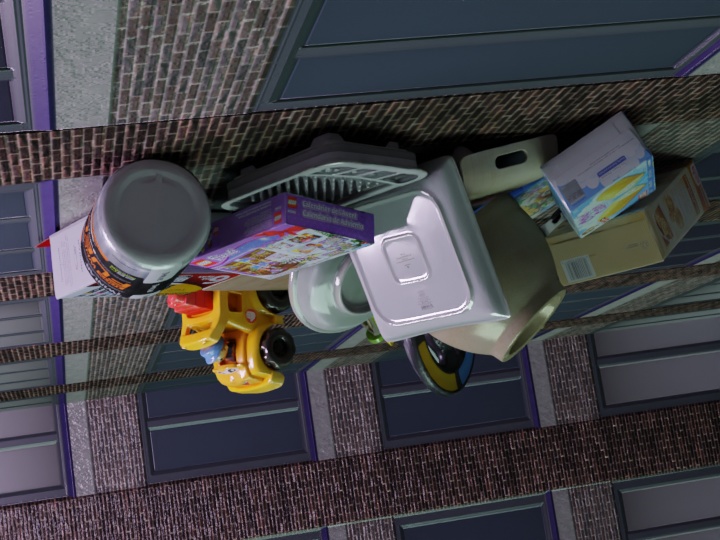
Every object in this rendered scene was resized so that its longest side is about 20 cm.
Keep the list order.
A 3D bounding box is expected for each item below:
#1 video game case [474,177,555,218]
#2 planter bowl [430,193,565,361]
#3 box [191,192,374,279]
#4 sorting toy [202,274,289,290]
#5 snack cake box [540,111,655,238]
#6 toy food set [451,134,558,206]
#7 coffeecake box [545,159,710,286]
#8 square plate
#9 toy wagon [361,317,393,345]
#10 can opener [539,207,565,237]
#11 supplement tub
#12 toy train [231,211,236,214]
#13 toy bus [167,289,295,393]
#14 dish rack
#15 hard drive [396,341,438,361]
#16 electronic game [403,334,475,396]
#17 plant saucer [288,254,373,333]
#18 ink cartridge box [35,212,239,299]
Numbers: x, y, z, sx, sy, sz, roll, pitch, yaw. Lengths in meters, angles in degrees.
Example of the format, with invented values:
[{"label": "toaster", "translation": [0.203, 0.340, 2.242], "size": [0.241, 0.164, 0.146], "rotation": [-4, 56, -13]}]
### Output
[{"label": "video game case", "translation": [0.191, -0.073, 1.775], "size": [0.199, 0.018, 0.143], "rotation": [-33, 164, 14]}, {"label": "planter bowl", "translation": [0.169, 0.025, 1.663], "size": [0.200, 0.135, 0.201], "rotation": [-44, 165, -15]}, {"label": "box", "translation": [-0.097, -0.037, 1.568], "size": [0.136, 0.040, 0.199], "rotation": [11, 160, -41]}, {"label": "sorting toy", "translation": [-0.086, -0.029, 1.823], "size": [0.197, 0.071, 0.199], "rotation": [0, 166, -43]}, {"label": "snack cake box", "translation": [0.286, -0.109, 1.602], "size": [0.114, 0.068, 0.200], "rotation": [-35, 167, 7]}, {"label": "toy food set", "translation": [0.128, -0.112, 1.617], "size": [0.142, 0.061, 0.199], "rotation": [-17, 177, -30]}, {"label": "coffeecake box", "translation": [0.358, -0.065, 1.792], "size": [0.152, 0.074, 0.200], "rotation": [-17, -167, 38]}, {"label": "square plate", "translation": [0.061, -0.017, 1.569], "size": [0.198, 0.201, 0.028], "rotation": [-14, -169, 42]}, {"label": "toy wagon", "translation": [-0.005, 0.046, 2.015], "size": [0.040, 0.199, 0.156], "rotation": [-43, 137, -12]}, {"label": "can opener", "translation": [0.253, -0.035, 1.914], "size": [0.199, 0.053, 0.067], "rotation": [-33, -166, 1]}, {"label": "supplement tub", "translation": [-0.240, -0.039, 1.469], "size": [0.121, 0.124, 0.200], "rotation": [-5, 169, -19]}, {"label": "toy train", "translation": [-0.063, -0.055, 1.653], "size": [0.197, 0.047, 0.034], "rotation": [3, 170, 3]}, {"label": "toy bus", "translation": [-0.199, 0.067, 1.922], "size": [0.190, 0.203, 0.135], "rotation": [11, 163, -43]}, {"label": "dish rack", "translation": [-0.043, -0.107, 1.497], "size": [0.198, 0.044, 0.170], "rotation": [-18, 168, 41]}, {"label": "hard drive", "translation": [0.053, 0.056, 2.015], "size": [0.033, 0.201, 0.139], "rotation": [-43, -147, -11]}, {"label": "electronic game", "translation": [0.107, 0.068, 1.804], "size": [0.041, 0.203, 0.199], "rotation": [-10, 171, 29]}, {"label": "plant saucer", "translation": [0.000, 0.000, 1.735], "size": [0.198, 0.203, 0.050], "rotation": [0, -154, -44]}, {"label": "ink cartridge box", "translation": [-0.280, -0.015, 1.686], "size": [0.198, 0.085, 0.174], "rotation": [-1, 168, -42]}]
